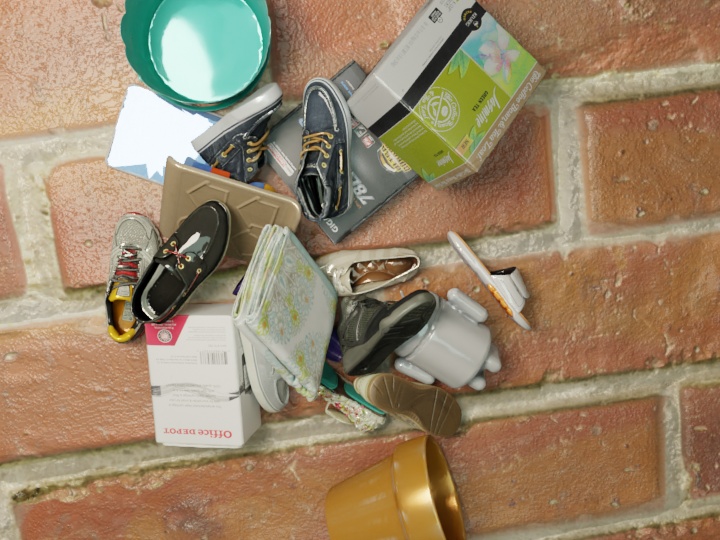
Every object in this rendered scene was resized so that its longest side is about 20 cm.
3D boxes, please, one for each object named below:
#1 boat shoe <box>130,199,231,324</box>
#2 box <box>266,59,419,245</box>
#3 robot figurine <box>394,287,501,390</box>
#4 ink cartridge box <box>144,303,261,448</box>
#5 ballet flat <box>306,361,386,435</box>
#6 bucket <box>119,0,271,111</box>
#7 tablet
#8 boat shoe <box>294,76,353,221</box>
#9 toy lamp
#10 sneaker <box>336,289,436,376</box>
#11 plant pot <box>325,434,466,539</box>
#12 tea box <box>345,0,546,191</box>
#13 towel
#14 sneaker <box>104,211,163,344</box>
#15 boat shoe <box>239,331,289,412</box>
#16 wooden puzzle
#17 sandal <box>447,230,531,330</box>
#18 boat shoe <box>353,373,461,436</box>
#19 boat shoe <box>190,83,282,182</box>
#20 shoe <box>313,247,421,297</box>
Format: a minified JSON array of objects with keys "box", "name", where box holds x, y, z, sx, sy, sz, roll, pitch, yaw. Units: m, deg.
[{"box":[-0.247,-0.009,1.019,0.073,0.063,0.202,38,103,8],"name":"boat shoe"},{"box":[-0.026,-0.178,1.125,0.198,0.050,0.201,-39,100,-1],"name":"box"},{"box":[0.124,0.107,1.152,0.199,0.113,0.170,32,109,-11],"name":"robot figurine"},{"box":[-0.236,0.157,1.115,0.144,0.083,0.202,0,100,13],"name":"ink cartridge box"},{"box":[-0.047,0.196,1.170,0.199,0.076,0.064,38,109,-7],"name":"ballet flat"},{"box":[-0.222,-0.327,1.034,0.205,0.135,0.210,-1,99,-5],"name":"bucket"},{"box":[-0.272,-0.188,1.112,0.198,0.014,0.131,19,96,-10],"name":"tablet"},{"box":[-0.055,-0.171,1.043,0.070,0.091,0.202,-4,102,24],"name":"boat shoe"},{"box":[-0.105,0.074,1.149,0.199,0.058,0.058,36,93,-11],"name":"toy lamp"},{"box":[0.027,0.063,1.087,0.076,0.199,0.115,2,56,-37],"name":"sneaker"},{"box":[0.050,0.381,1.158,0.182,0.200,0.202,-18,101,13],"name":"plant pot"},{"box":[0.121,-0.261,1.059,0.196,0.133,0.201,39,73,-12],"name":"tea box"},{"box":[-0.100,0.056,1.040,0.048,0.172,0.200,-7,139,27],"name":"towel"},{"box":[-0.340,0.014,1.100,0.077,0.082,0.202,4,98,-7],"name":"sneaker"},{"box":[-0.128,0.128,1.100,0.071,0.070,0.203,-2,117,17],"name":"boat shoe"},{"box":[-0.192,-0.084,1.076,0.198,0.186,0.047,21,56,-7],"name":"wooden puzzle"},{"box":[0.220,0.006,1.165,0.059,0.079,0.207,-39,99,3],"name":"sandal"},{"box":[0.080,0.207,1.170,0.199,0.062,0.074,31,75,-30],"name":"boat shoe"},{"box":[-0.154,-0.186,1.034,0.091,0.199,0.071,53,51,-15],"name":"boat shoe"},{"box":[0.000,0.000,1.151,0.198,0.053,0.071,-12,100,-5],"name":"shoe"}]
